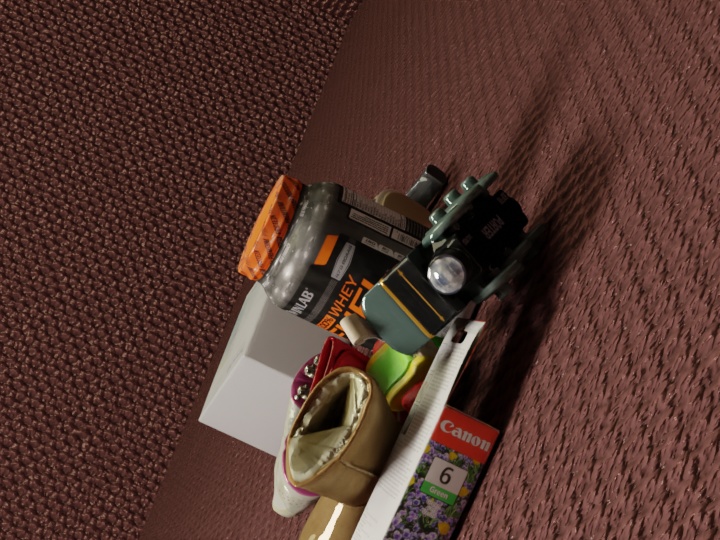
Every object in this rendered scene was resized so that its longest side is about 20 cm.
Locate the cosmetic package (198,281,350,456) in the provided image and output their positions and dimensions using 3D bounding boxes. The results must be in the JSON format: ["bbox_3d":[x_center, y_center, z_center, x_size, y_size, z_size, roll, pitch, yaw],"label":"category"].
[{"bbox_3d":[-0.091,0.090,2.068,0.199,0.123,0.201,127,164,-55],"label":"cosmetic package"}]

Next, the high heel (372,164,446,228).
[{"bbox_3d":[0.023,-0.027,1.837,0.143,0.071,0.200,-52,-3,31],"label":"high heel"}]

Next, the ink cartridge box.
[{"bbox_3d":[0.059,0.136,1.262,0.201,0.050,0.109,-64,8,-3],"label":"ink cartridge box"}]

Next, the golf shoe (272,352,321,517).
[{"bbox_3d":[-0.055,0.173,1.784,0.200,0.075,0.092,-72,8,-45],"label":"golf shoe"}]

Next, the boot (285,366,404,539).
[{"bbox_3d":[-0.023,0.172,1.318,0.176,0.066,0.200,-64,-19,-8],"label":"boot"}]

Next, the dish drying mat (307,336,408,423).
[{"bbox_3d":[0.002,0.112,1.415,0.200,0.018,0.077,38,-112,-66],"label":"dish drying mat"}]

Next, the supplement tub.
[{"bbox_3d":[0.000,0.000,1.499,0.123,0.199,0.123,-63,8,17],"label":"supplement tub"}]

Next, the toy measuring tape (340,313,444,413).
[{"bbox_3d":[0.022,0.076,1.345,0.200,0.073,0.074,19,-82,-60],"label":"toy measuring tape"}]

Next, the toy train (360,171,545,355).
[{"bbox_3d":[0.073,-0.007,1.312,0.114,0.085,0.200,-42,1,23],"label":"toy train"}]
